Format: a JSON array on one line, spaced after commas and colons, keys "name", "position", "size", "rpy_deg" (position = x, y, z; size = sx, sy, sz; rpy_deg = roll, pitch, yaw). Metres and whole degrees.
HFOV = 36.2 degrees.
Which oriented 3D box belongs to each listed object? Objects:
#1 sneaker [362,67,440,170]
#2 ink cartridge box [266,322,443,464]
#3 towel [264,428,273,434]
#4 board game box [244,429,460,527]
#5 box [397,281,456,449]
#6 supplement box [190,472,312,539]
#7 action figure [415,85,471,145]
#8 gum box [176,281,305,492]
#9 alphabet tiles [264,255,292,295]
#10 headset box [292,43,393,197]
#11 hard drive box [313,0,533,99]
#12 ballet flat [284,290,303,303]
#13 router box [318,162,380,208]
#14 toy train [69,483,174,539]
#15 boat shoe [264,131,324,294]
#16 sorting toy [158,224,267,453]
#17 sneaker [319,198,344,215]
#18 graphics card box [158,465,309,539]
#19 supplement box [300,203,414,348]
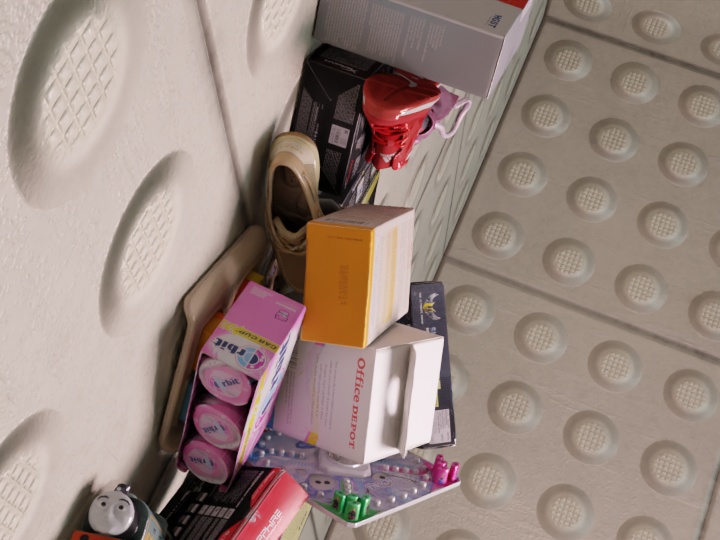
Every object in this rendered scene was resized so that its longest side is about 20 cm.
[{"name": "sneaker", "position": [0.040, -0.152, 1.197], "size": [0.200, 0.078, 0.116], "rpy_deg": [-43, 151, -65]}, {"name": "ink cartridge box", "position": [-0.008, 0.124, 1.229], "size": [0.125, 0.200, 0.129], "rpy_deg": [-7, 108, -50]}, {"name": "towel", "position": [-0.064, 0.222, 1.399], "size": [0.030, 0.200, 0.146], "rpy_deg": [-58, -152, 2]}, {"name": "board game box", "position": [-0.018, 0.210, 1.245], "size": [0.200, 0.200, 0.026], "rpy_deg": [-7, 114, -50]}, {"name": "box", "position": [0.058, 0.115, 1.378], "size": [0.158, 0.051, 0.201], "rpy_deg": [172, -86, -67]}, {"name": "supplement box", "position": [-0.161, 0.340, 1.404], "size": [0.200, 0.134, 0.200], "rpy_deg": [90, 23, -66]}, {"name": "action figure", "position": [0.080, -0.212, 1.605], "size": [0.200, 0.149, 0.134], "rpy_deg": [-89, -157, -74]}, {"name": "gum box", "position": [-0.126, 0.124, 1.132], "size": [0.114, 0.066, 0.200], "rpy_deg": [-60, 172, -47]}, {"name": "alphabet tiles", "position": [-0.095, 0.004, 1.448], "size": [0.200, 0.006, 0.167], "rpy_deg": [88, 24, -67]}, {"name": "headset box", "position": [-0.008, -0.199, 1.283], "size": [0.200, 0.077, 0.149], "rpy_deg": [-58, 166, -55]}, {"name": "hard drive box", "position": [0.072, -0.278, 1.188], "size": [0.156, 0.199, 0.077], "rpy_deg": [-59, 167, -51]}, {"name": "ballet flat", "position": [-0.111, 0.112, 1.313], "size": [0.200, 0.069, 0.069], "rpy_deg": [-55, 170, -3]}, {"name": "router box", "position": [-0.026, -0.087, 1.476], "size": [0.200, 0.052, 0.158], "rpy_deg": [-62, 167, -49]}, {"name": "toy train", "position": [-0.229, 0.275, 1.050], "size": [0.200, 0.085, 0.114], "rpy_deg": [88, 13, -64]}, {"name": "boat shoe", "position": [-0.073, -0.048, 1.187], "size": [0.065, 0.071, 0.201], "rpy_deg": [-75, 162, -52]}, {"name": "sorting toy", "position": [-0.150, 0.074, 1.180], "size": [0.185, 0.036, 0.201], "rpy_deg": [-56, 164, -55]}, {"name": "sneaker", "position": [-0.064, -0.006, 1.369], "size": [0.202, 0.146, 0.077], "rpy_deg": [-28, -155, 34]}, {"name": "graphics card box", "position": [-0.152, 0.268, 1.173], "size": [0.200, 0.051, 0.126], "rpy_deg": [-11, -144, 54]}, {"name": "supplement box", "position": [0.000, 0.000, 1.200], "size": [0.200, 0.073, 0.127], "rpy_deg": [-28, 124, -72]}]
